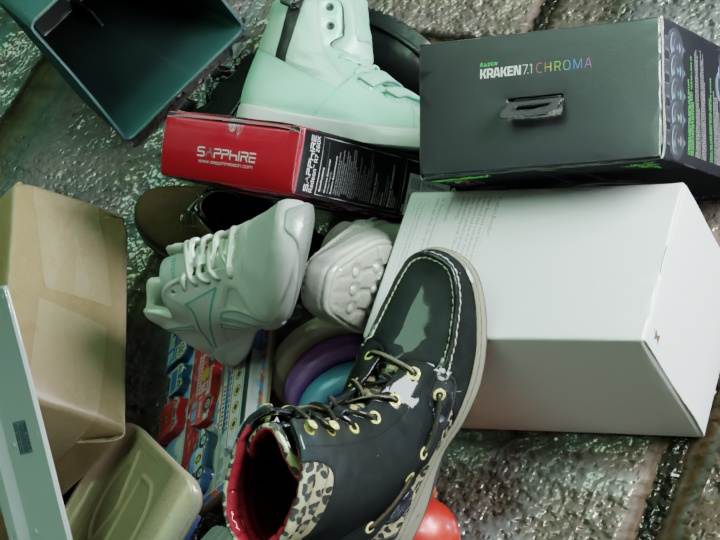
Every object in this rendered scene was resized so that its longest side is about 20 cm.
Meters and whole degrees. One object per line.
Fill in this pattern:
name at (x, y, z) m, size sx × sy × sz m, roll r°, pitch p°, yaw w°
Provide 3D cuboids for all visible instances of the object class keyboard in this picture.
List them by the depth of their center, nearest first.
keyboard at (-0.228, 0.112, 1.395) m, size 0.056 × 0.011 × 0.201 m, roll -15°, pitch 89°, yaw 34°

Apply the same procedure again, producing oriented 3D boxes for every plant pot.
plant pot at (-0.229, -0.235, 1.801) m, size 0.141 × 0.141 × 0.200 m, roll -44°, pitch 37°, yaw -7°

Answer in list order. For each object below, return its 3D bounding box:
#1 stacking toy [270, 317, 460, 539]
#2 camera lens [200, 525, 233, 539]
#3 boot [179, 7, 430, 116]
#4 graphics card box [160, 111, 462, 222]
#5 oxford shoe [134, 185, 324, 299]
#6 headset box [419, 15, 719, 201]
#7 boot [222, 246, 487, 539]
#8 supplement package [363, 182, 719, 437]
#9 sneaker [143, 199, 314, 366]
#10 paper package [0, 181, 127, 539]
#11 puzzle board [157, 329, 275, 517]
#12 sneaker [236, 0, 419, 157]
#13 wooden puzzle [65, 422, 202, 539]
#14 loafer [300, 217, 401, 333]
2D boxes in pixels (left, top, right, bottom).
stacking toy at (0.010, 0.122, 1.397) m, size 0.085 × 0.085 × 0.200 m, roll -33°, pitch 48°, yaw 4°
camera lens at (-0.093, 0.277, 1.271) m, size 0.160 × 0.160 × 0.200 m, roll 24°, pitch 70°, yaw 42°
boot at (-0.041, -0.132, 1.641) m, size 0.198 × 0.073 × 0.163 m, roll 26°, pitch 72°, yaw 45°
graphics card box at (-0.031, -0.070, 1.496) m, size 0.125 × 0.200 × 0.051 m, roll 9°, pitch 90°, yaw 36°
oxford shoe at (-0.107, -0.041, 1.600) m, size 0.200 × 0.084 × 0.073 m, roll 13°, pitch 64°, yaw 40°
headset box at (0.153, -0.100, 1.387) m, size 0.174 × 0.200 × 0.093 m, roll -3°, pitch 83°, yaw 29°
boot at (-0.001, 0.081, 1.259) m, size 0.073 × 0.154 × 0.204 m, roll 20°, pitch 95°, yaw 31°
supplement package at (0.127, 0.027, 1.368) m, size 0.199 × 0.120 × 0.122 m, roll 0°, pitch 55°, yaw 32°
sneaker at (-0.088, 0.007, 1.377) m, size 0.200 × 0.080 × 0.071 m, roll 134°, pitch 151°, yaw -57°
paper package at (-0.258, 0.073, 1.541) m, size 0.191 × 0.103 × 0.200 m, roll -44°, pitch 36°, yaw 35°
puzzle board at (-0.106, 0.084, 1.489) m, size 0.151 × 0.017 × 0.200 m, roll -43°, pitch 33°, yaw 42°
sneaker at (0.011, -0.148, 1.544) m, size 0.200 × 0.074 × 0.119 m, roll 11°, pitch 88°, yaw 17°
wooden puzzle at (-0.169, 0.205, 1.408) m, size 0.186 × 0.046 × 0.200 m, roll -61°, pitch 21°, yaw -3°
loafer at (0.000, 0.000, 1.434) m, size 0.070 × 0.200 × 0.070 m, roll 15°, pitch 99°, yaw 20°
